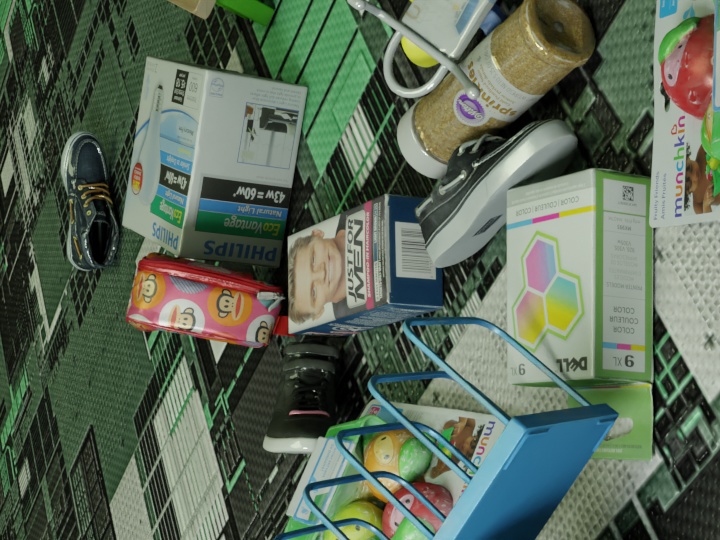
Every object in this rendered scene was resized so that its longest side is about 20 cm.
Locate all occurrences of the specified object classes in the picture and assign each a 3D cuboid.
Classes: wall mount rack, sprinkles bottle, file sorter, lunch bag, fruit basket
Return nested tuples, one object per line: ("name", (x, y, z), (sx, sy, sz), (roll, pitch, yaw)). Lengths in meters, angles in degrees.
("wall mount rack", (0.081, -0.216, 1.098), (0.174, 0.074, 0.201), (42, 105, 35))
("sprinkles bottle", (0.105, -0.146, 1.148), (0.200, 0.068, 0.069), (-40, 52, 52))
("file sorter", (0.051, 0.144, 0.971), (0.123, 0.138, 0.201), (40, 110, 28))
("lunch bag", (-0.148, 0.038, 1.478), (0.200, 0.175, 0.083), (173, 109, -83))
("fruit basket", (0.230, -0.126, 0.890), (0.200, 0.093, 0.187), (177, 96, -65))
("fruit basket", (0.028, 0.193, 1.168), (0.199, 0.093, 0.186), (-2, 59, 57))

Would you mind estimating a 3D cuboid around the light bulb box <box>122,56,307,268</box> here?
("light bulb box", (-0.165, -0.122, 1.584), (0.198, 0.124, 0.202), (22, 105, 60))

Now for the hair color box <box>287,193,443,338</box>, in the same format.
("hair color box", (0.000, 0.000, 1.327), (0.200, 0.060, 0.101), (-21, 67, 60))

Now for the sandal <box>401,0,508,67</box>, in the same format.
("sandal", (0.100, -0.264, 1.185), (0.086, 0.079, 0.202), (12, 93, 31))

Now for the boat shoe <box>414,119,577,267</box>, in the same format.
("boat shoe", (0.099, -0.075, 1.135), (0.068, 0.071, 0.200), (64, 150, 15))

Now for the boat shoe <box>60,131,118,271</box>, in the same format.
("boat shoe", (-0.379, -0.100, 2.042), (0.091, 0.070, 0.202), (2, 94, 60))

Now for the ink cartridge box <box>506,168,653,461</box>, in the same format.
("ink cartridge box", (0.157, 0.035, 1.031), (0.104, 0.059, 0.202), (-11, 76, 60))

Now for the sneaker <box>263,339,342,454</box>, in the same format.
("sneaker", (-0.052, 0.117, 1.346), (0.200, 0.070, 0.100), (-142, 58, -86))

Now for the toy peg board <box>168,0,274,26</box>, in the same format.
("toy peg board", (-0.143, -0.383, 1.641), (0.200, 0.097, 0.200), (36, 102, 57))
